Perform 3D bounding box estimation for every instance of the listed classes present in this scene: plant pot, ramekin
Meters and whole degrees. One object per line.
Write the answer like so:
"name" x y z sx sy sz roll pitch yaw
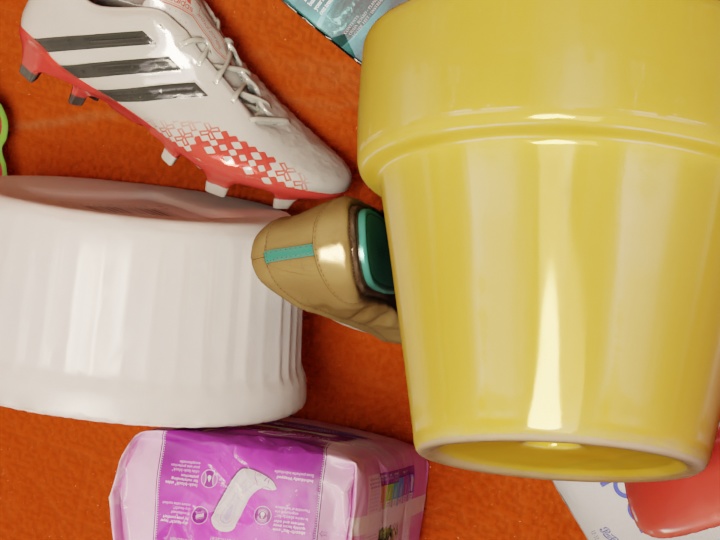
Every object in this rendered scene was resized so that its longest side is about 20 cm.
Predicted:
"plant pot" 0.092 -0.008 0.946 0.200 0.201 0.190 2 77 13
"ramekin" -0.122 0.011 1.088 0.200 0.200 0.098 8 97 12

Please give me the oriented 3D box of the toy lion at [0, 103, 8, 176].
"toy lion" -0.287 -0.087 1.128 0.199 0.069 0.193 -5 102 -26

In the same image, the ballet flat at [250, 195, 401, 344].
"ballet flat" 0.000 0.000 1.058 0.063 0.200 0.069 -9 76 16

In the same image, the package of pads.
"package of pads" -0.041 0.117 1.088 0.120 0.200 0.076 6 89 12

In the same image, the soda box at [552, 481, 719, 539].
"soda box" 0.129 0.081 1.109 0.068 0.063 0.200 -31 94 19

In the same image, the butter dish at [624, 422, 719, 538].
"butter dish" 0.231 0.038 1.035 0.200 0.200 0.148 -25 140 25

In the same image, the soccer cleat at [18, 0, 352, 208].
"soccer cleat" -0.088 -0.103 1.118 0.200 0.069 0.085 29 112 10

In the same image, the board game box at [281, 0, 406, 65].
"board game box" 0.017 -0.218 1.083 0.135 0.028 0.200 39 109 0
